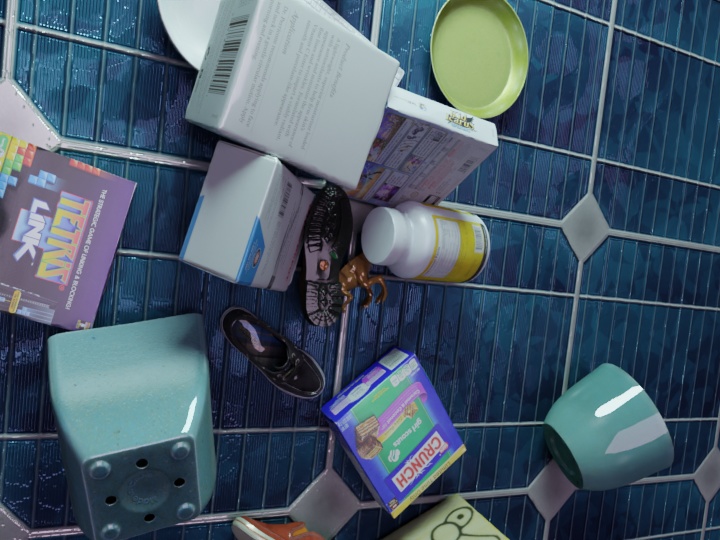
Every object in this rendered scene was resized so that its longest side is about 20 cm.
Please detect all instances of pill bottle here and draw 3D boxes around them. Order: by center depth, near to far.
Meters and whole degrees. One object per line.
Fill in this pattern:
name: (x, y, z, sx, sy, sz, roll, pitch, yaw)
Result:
pill bottle: (0.100, -0.044, 0.868, 0.195, 0.111, 0.116, 5, 94, -38)

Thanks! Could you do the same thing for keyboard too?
keyboard: (-0.019, -0.340, 0.862, 0.197, 0.011, 0.057, 33, 82, -23)

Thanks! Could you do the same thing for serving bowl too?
serving bowl: (-0.177, -0.356, 0.752, 0.195, 0.065, 0.207, -11, 111, -30)

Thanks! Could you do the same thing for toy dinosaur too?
toy dinosaur: (0.000, 0.000, 0.879, 0.200, 0.060, 0.107, -46, 109, -13)

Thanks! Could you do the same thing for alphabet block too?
alphabet block: (0.149, 0.535, 0.929, 0.195, 0.194, 0.203, -21, 105, -19)

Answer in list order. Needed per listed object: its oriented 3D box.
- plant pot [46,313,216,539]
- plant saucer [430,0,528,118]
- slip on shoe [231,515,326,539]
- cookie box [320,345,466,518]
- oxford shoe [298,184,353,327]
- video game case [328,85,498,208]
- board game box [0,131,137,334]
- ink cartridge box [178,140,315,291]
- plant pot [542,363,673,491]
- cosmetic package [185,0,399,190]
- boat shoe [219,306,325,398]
plant pot: (-0.266, 0.199, 0.682, 0.190, 0.200, 0.202, -7, 115, -22)
plant saucer: (0.194, -0.358, 0.944, 0.193, 0.031, 0.208, -2, 96, -23)
slip on shoe: (-0.110, 0.420, 0.878, 0.196, 0.074, 0.063, 29, 49, -17)
cookie box: (0.056, 0.260, 0.922, 0.169, 0.075, 0.204, -36, 109, -17)
oxford shoe: (-0.060, -0.023, 0.825, 0.070, 0.084, 0.207, 13, 81, -19)
video game case: (0.069, -0.163, 0.822, 0.176, 0.200, 0.047, 10, 61, -24)
board game box: (-0.389, -0.042, 0.706, 0.161, 0.056, 0.207, 18, 88, -23)
ink cartridge box: (-0.135, -0.060, 0.734, 0.081, 0.200, 0.150, 18, 88, 10)
plant pot: (0.432, 0.300, 1.034, 0.157, 0.201, 0.206, -25, 105, -5)
cosmetic package: (-0.089, -0.224, 0.711, 0.196, 0.164, 0.170, 18, 97, -34)
boat shoe: (-0.122, 0.127, 0.834, 0.070, 0.066, 0.200, -47, 111, -12)
